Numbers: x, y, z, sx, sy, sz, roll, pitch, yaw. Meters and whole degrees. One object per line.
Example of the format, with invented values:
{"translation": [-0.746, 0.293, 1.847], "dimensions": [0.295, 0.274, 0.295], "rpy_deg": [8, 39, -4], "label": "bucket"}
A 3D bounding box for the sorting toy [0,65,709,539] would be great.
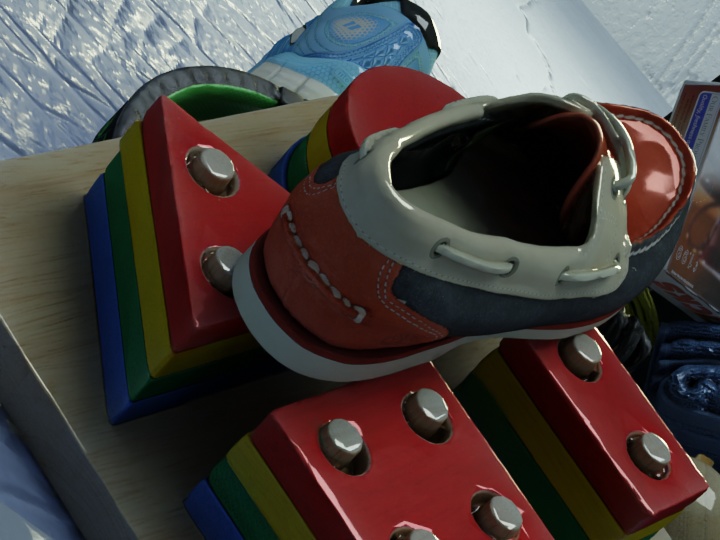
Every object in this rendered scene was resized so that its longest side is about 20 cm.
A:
{"translation": [0.000, 0.026, 0.736], "dimensions": [0.200, 0.070, 0.199], "rpy_deg": [-16, 66, -49], "label": "sorting toy"}

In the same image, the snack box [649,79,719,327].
{"translation": [0.167, 0.004, 0.938], "dimensions": [0.024, 0.072, 0.200], "rpy_deg": [10, -16, 42], "label": "snack box"}

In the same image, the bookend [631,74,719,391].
{"translation": [0.145, 0.057, 1.052], "dimensions": [0.200, 0.198, 0.092], "rpy_deg": [47, 13, -27], "label": "bookend"}

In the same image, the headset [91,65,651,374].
{"translation": [0.000, 0.000, 0.861], "dimensions": [0.200, 0.094, 0.124], "rpy_deg": [31, 46, -23], "label": "headset"}

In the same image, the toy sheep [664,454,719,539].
{"translation": [0.121, 0.151, 0.871], "dimensions": [0.138, 0.137, 0.201], "rpy_deg": [-99, 177, -65], "label": "toy sheep"}

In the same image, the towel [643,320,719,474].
{"translation": [0.150, 0.104, 0.946], "dimensions": [0.111, 0.200, 0.049], "rpy_deg": [18, 48, 11], "label": "towel"}

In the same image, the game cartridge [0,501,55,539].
{"translation": [-0.060, 0.127, 0.501], "dimensions": [0.133, 0.040, 0.200], "rpy_deg": [47, 13, -36], "label": "game cartridge"}

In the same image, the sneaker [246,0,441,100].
{"translation": [-0.006, -0.073, 1.057], "dimensions": [0.078, 0.090, 0.200], "rpy_deg": [49, -8, -9], "label": "sneaker"}

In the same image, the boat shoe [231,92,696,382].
{"translation": [0.045, -0.021, 0.714], "dimensions": [0.200, 0.063, 0.071], "rpy_deg": [-17, 65, -51], "label": "boat shoe"}

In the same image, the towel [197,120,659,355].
{"translation": [0.018, -0.020, 0.938], "dimensions": [0.199, 0.018, 0.086], "rpy_deg": [15, -36, 36], "label": "towel"}
